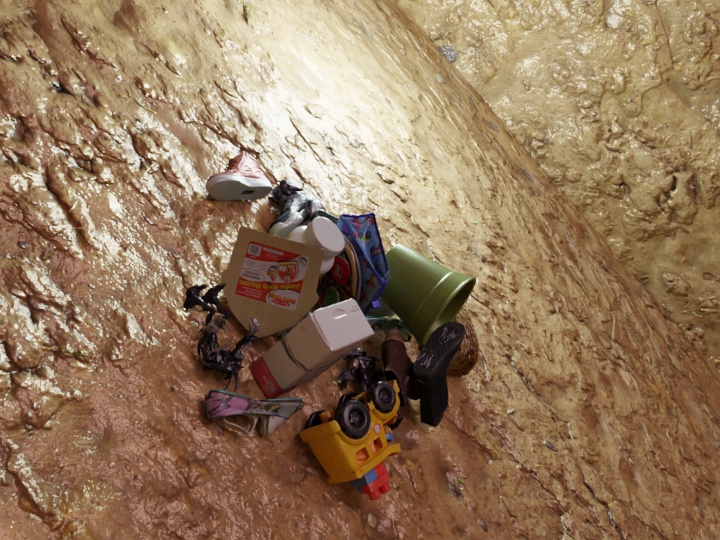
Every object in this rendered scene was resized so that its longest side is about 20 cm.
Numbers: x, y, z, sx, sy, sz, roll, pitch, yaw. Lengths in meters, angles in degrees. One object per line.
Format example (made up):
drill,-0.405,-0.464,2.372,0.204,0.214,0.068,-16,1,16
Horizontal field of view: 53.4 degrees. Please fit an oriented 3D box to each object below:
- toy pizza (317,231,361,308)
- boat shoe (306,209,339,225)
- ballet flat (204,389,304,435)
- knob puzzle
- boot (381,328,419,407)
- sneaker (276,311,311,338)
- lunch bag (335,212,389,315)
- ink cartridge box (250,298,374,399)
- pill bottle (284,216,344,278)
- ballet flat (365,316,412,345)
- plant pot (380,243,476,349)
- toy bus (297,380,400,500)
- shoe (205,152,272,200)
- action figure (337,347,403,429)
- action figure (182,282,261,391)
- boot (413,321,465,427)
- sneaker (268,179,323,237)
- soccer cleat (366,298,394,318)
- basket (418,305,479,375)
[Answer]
toy pizza,-0.067,0.007,1.551,0.031,0.200,0.201,-10,65,-37
boat shoe,-0.028,-0.083,1.691,0.198,0.068,0.074,30,37,-8
ballet flat,-0.190,0.258,1.286,0.199,0.069,0.072,14,66,-38
knob puzzle,-0.178,0.033,1.411,0.220,0.219,0.030,53,-1,3
boot,0.089,0.245,1.562,0.167,0.072,0.201,-78,150,-59
sneaker,-0.184,0.065,1.457,0.199,0.081,0.075,36,37,-20
lunch bag,0.000,0.000,1.556,0.093,0.151,0.201,-5,57,-33
ink cartridge box,-0.093,0.151,1.372,0.146,0.200,0.083,-16,70,-54
pill bottle,-0.127,-0.020,1.496,0.112,0.200,0.113,30,39,-27
ballet flat,0.056,0.144,1.687,0.199,0.074,0.075,4,54,-44
plant pot,0.128,0.041,1.620,0.190,0.201,0.200,39,30,18
toy bus,0.011,0.329,1.373,0.199,0.135,0.193,-26,86,-42
shoe,-0.287,-0.213,1.615,0.199,0.071,0.091,-5,60,-58
action figure,0.014,0.248,1.535,0.129,0.069,0.201,6,50,-39
action figure,-0.251,0.115,1.310,0.119,0.102,0.201,11,47,-60
boot,0.181,0.232,1.590,0.065,0.201,0.165,25,56,35
sneaker,-0.177,-0.144,1.679,0.114,0.076,0.200,43,36,5
soccer cleat,0.005,0.079,1.688,0.198,0.078,0.070,8,38,-22
basket,0.236,0.151,1.822,0.148,0.143,0.201,11,50,-44
